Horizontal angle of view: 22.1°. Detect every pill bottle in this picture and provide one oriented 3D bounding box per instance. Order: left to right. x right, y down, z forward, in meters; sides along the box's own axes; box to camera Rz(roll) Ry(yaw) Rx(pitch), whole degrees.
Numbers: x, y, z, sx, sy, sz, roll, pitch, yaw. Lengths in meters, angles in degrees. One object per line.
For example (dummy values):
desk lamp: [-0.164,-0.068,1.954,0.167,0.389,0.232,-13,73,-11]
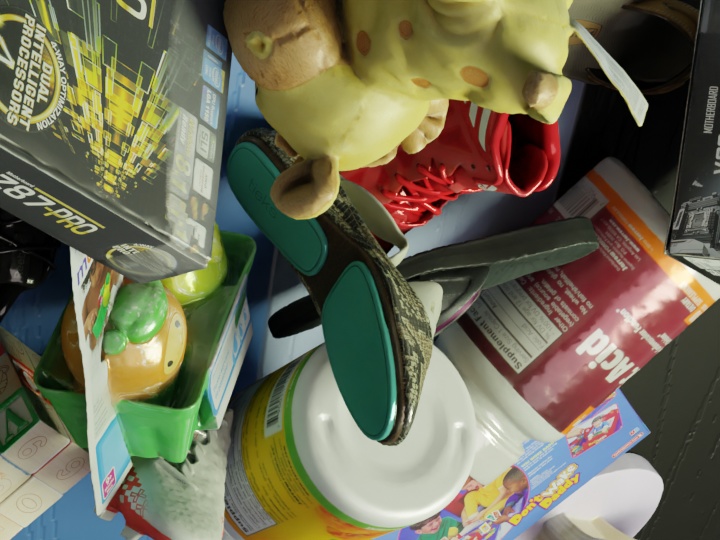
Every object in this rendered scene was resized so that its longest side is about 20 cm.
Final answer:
pill bottle: [-0.026,0.109,1.076,0.111,0.112,0.200,-7,167,-29]
pill bottle: [0.122,0.035,1.161,0.200,0.114,0.114,-43,139,7]

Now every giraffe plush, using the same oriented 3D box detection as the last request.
giraffe plush: [0.012,-0.116,0.841,0.162,0.201,0.173,-27,-173,30]

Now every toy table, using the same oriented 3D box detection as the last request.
toy table: [0.165,0.234,1.378,0.200,0.117,0.184,-34,140,-4]

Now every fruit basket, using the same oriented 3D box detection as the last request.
fruit basket: [-0.103,-0.005,0.931,0.093,0.186,0.201,13,134,4]

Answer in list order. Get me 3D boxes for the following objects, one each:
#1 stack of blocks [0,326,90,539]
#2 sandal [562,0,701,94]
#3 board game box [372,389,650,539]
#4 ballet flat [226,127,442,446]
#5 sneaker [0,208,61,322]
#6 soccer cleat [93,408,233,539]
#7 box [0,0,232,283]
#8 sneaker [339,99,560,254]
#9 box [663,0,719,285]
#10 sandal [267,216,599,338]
stack of blocks: [-0.241,0.138,1.005,0.200,0.115,0.059,-40,139,4]
sandal: [0.168,-0.137,1.074,0.199,0.055,0.082,-4,131,-40]
board game box: [0.094,0.131,1.285,0.200,0.045,0.135,-38,139,1]
ballet flat: [0.000,0.000,0.983,0.075,0.200,0.068,-9,147,-37]
sneaker: [-0.170,-0.041,0.906,0.076,0.091,0.201,7,122,-33]
soccer cleat: [-0.103,0.099,1.020,0.068,0.200,0.085,34,95,-16]
box: [-0.122,-0.116,0.798,0.049,0.201,0.161,-12,150,31]
sneaker: [0.037,-0.052,1.019,0.078,0.116,0.201,1,127,-35]
box: [0.242,-0.068,1.092,0.200,0.050,0.159,19,79,-62]
sandal: [0.045,0.016,1.070,0.199,0.048,0.075,-15,169,-2]
